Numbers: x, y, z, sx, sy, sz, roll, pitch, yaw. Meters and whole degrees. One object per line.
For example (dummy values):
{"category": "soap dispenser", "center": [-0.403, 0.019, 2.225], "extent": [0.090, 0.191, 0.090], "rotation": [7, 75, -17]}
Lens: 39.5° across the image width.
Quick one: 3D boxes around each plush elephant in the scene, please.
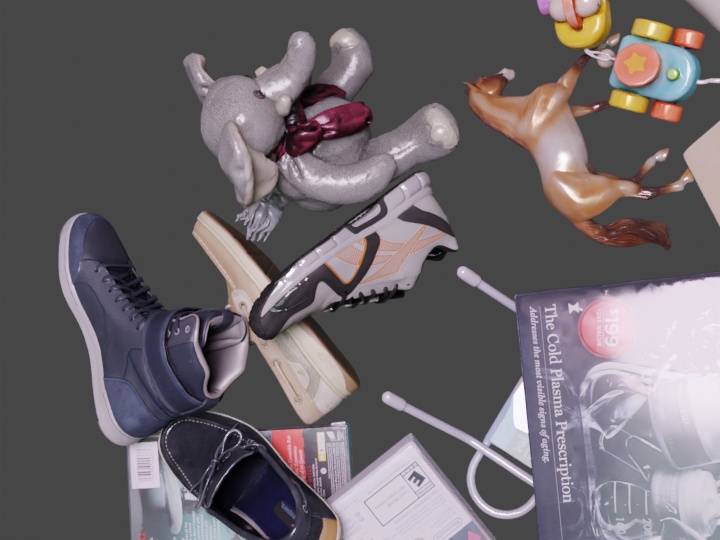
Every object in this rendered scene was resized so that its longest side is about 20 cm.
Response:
{"category": "plush elephant", "center": [-0.057, -0.120, 0.790], "extent": [0.200, 0.155, 0.165], "rotation": [-40, 57, 10]}

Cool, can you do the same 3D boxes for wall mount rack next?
{"category": "wall mount rack", "center": [0.125, 0.096, 0.799], "extent": [0.173, 0.075, 0.200], "rotation": [31, 91, 13]}

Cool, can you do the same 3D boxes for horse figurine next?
{"category": "horse figurine", "center": [0.182, -0.098, 0.815], "extent": [0.132, 0.050, 0.201], "rotation": [-24, 79, 1]}

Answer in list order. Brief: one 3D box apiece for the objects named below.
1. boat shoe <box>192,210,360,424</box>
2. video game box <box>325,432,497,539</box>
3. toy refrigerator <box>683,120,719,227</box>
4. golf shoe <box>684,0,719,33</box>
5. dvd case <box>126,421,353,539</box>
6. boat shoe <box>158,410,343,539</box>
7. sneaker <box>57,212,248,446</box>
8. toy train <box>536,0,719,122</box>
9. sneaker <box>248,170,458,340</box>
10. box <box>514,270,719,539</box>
{"category": "boat shoe", "center": [-0.085, 0.038, 0.845], "extent": [0.065, 0.072, 0.200], "rotation": [-40, 85, 5]}
{"category": "video game box", "center": [0.021, 0.263, 0.805], "extent": [0.200, 0.047, 0.182], "rotation": [-38, 89, 4]}
{"category": "toy refrigerator", "center": [0.326, -0.025, 0.737], "extent": [0.070, 0.076, 0.201], "rotation": [-6, 63, -32]}
{"category": "golf shoe", "center": [0.241, -0.253, 0.812], "extent": [0.088, 0.077, 0.200], "rotation": [-39, 74, 22]}
{"category": "dvd case", "center": [-0.102, 0.209, 0.860], "extent": [0.199, 0.022, 0.147], "rotation": [-5, 85, 9]}
{"category": "boat shoe", "center": [-0.097, 0.164, 0.795], "extent": [0.200, 0.062, 0.075], "rotation": [30, 81, 38]}
{"category": "sneaker", "center": [-0.169, 0.028, 0.831], "extent": [0.146, 0.077, 0.203], "rotation": [-25, 79, 33]}
{"category": "toy train", "center": [0.212, -0.213, 0.758], "extent": [0.150, 0.056, 0.200], "rotation": [-36, 75, 28]}
{"category": "sneaker", "center": [0.000, 0.000, 0.799], "extent": [0.200, 0.074, 0.080], "rotation": [-36, 94, -23]}
{"category": "box", "center": [0.211, 0.106, 0.681], "extent": [0.181, 0.104, 0.201], "rotation": [-8, 83, 19]}
